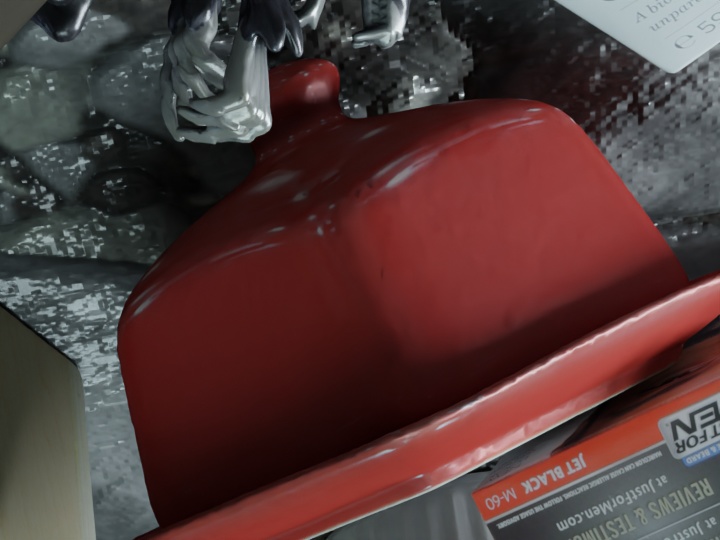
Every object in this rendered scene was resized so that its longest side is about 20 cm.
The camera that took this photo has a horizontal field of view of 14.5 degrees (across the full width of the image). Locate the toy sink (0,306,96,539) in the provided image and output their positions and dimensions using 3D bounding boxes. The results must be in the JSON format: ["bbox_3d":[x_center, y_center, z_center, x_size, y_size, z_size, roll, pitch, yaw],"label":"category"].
[{"bbox_3d":[-0.209,0.103,1.048,0.199,0.131,0.112,-24,141,20],"label":"toy sink"}]

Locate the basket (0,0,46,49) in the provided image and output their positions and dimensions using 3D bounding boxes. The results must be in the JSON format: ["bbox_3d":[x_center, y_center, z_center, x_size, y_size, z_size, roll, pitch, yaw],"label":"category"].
[{"bbox_3d":[-0.152,-0.100,0.734,0.200,0.181,0.136,-40,171,-13],"label":"basket"}]

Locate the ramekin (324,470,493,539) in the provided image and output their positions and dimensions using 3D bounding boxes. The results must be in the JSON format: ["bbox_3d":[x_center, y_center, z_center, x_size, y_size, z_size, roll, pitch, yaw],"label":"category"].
[{"bbox_3d":[0.059,0.172,1.221,0.198,0.106,0.201,-6,144,-4],"label":"ramekin"}]

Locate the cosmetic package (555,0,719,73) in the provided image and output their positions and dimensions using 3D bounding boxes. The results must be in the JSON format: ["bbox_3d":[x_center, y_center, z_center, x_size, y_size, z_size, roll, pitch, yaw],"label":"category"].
[{"bbox_3d":[0.083,-0.184,0.739,0.199,0.124,0.199,27,130,-37],"label":"cosmetic package"}]

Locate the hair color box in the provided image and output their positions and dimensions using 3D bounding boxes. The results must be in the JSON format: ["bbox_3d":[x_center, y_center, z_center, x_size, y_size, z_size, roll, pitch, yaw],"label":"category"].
[{"bbox_3d":[0.121,0.055,1.016,0.110,0.200,0.064,-27,96,20],"label":"hair color box"}]

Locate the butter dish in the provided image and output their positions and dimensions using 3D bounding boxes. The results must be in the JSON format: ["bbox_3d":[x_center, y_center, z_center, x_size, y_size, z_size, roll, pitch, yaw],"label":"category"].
[{"bbox_3d":[0.000,0.000,0.953,0.199,0.149,0.200,-22,176,-42],"label":"butter dish"}]

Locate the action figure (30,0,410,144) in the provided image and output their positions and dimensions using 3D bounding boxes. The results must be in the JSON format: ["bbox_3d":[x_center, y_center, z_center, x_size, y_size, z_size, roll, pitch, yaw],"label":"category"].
[{"bbox_3d":[-0.049,-0.087,0.846,0.198,0.103,0.119,-4,180,-2],"label":"action figure"}]
